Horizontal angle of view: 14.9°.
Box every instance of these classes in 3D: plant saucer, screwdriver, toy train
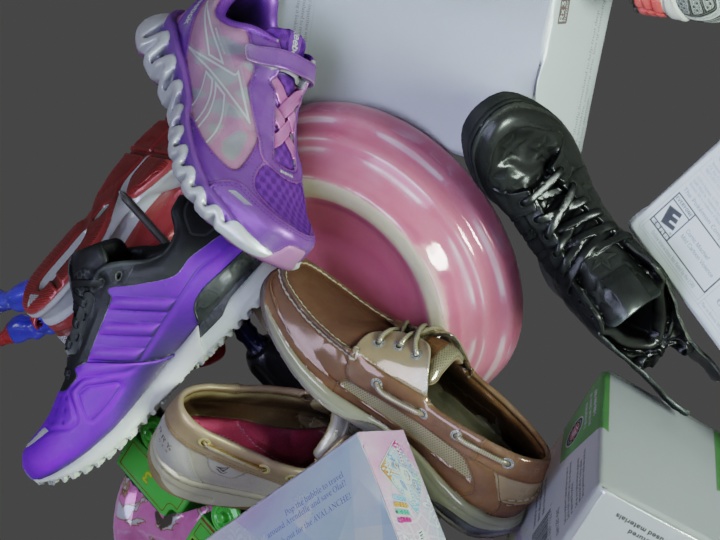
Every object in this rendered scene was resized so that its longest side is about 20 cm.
[{"bbox_3d":[0.000,0.000,1.620,0.200,0.051,0.202,21,131,26],"label":"plant saucer"},{"bbox_3d":[-0.083,0.017,1.669,0.028,0.029,0.200,-4,131,47],"label":"screwdriver"},{"bbox_3d":[-0.073,0.162,1.643,0.200,0.042,0.057,47,120,23],"label":"toy train"}]

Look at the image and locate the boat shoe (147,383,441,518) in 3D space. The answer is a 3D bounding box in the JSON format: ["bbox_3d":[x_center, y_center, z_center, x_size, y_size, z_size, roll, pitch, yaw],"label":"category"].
[{"bbox_3d":[-0.022,0.104,1.619,0.069,0.199,0.074,109,159,-48],"label":"boat shoe"}]

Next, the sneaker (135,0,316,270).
[{"bbox_3d":[-0.061,-0.091,1.563,0.088,0.080,0.201,-37,51,20],"label":"sneaker"}]

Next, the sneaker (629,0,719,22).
[{"bbox_3d":[0.206,-0.233,1.506,0.082,0.078,0.201,13,106,14],"label":"sneaker"}]

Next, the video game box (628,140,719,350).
[{"bbox_3d":[0.270,-0.006,1.500,0.182,0.047,0.200,-44,73,31],"label":"video game box"}]

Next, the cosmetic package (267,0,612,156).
[{"bbox_3d":[0.038,-0.136,1.609,0.199,0.081,0.114,20,106,27],"label":"cosmetic package"}]

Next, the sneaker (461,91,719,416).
[{"bbox_3d":[0.130,-0.009,1.529,0.060,0.200,0.104,-38,41,-5],"label":"sneaker"}]

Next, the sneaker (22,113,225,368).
[{"bbox_3d":[-0.109,-0.015,1.705,0.116,0.200,0.078,48,166,-23],"label":"sneaker"}]

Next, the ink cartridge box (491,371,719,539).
[{"bbox_3d":[0.119,0.181,1.549,0.084,0.145,0.201,28,113,-7],"label":"ink cartridge box"}]

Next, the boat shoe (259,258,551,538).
[{"bbox_3d":[0.030,0.059,1.555,0.200,0.076,0.072,42,126,5],"label":"boat shoe"}]

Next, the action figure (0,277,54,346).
[{"bbox_3d":[-0.197,0.035,1.766,0.199,0.065,0.099,-29,36,30],"label":"action figure"}]

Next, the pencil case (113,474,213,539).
[{"bbox_3d":[-0.058,0.169,1.703,0.199,0.083,0.087,16,99,29],"label":"pencil case"}]

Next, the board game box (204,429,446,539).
[{"bbox_3d":[-0.017,0.222,1.539,0.200,0.043,0.200,-37,67,37],"label":"board game box"}]

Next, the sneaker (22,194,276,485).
[{"bbox_3d":[-0.143,0.034,1.622,0.100,0.070,0.200,44,100,-6],"label":"sneaker"}]
